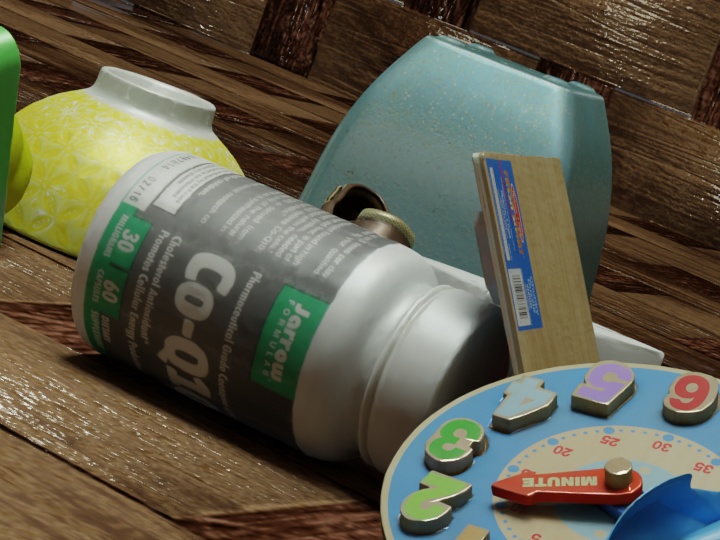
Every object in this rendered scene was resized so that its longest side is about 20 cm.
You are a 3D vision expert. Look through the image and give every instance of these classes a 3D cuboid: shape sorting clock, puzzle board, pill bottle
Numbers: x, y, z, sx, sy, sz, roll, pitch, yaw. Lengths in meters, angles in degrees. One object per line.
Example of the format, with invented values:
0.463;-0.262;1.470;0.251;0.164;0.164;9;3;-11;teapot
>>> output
0.108;0.096;0.919;0.199;0.039;0.200;-3;36;2;shape sorting clock
0.091;0.043;1.077;0.017;0.201;0.151;-12;-2;19;puzzle board
-0.032;0.025;1.088;0.200;0.113;0.113;23;8;24;pill bottle

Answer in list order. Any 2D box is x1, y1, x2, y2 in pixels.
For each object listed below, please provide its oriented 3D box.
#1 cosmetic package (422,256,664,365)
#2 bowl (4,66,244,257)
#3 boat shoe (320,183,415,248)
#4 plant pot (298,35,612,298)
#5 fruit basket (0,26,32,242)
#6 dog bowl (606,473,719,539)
0.079;0.051;1.247;0.113;0.081;0.200;20;3;-15;cosmetic package
-0.148;-0.069;1.445;0.200;0.108;0.200;20;7;-3;bowl
-0.005;-0.003;1.276;0.075;0.075;0.202;32;13;-17;boat shoe
0.080;-0.056;1.594;0.195;0.200;0.196;23;9;16;plant pot
-0.257;-0.090;1.246;0.215;0.156;0.216;9;23;-4;fruit basket
0.164;0.122;0.827;0.200;0.112;0.050;-16;-15;-27;dog bowl
